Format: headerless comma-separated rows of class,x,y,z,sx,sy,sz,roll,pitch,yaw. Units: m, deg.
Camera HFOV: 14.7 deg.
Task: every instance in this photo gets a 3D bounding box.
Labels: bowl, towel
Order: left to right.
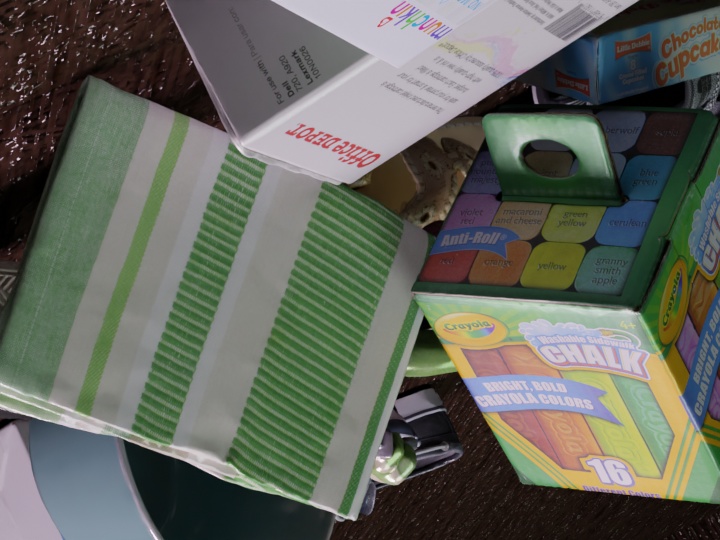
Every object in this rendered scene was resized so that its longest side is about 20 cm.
bowl,-0.110,0.097,1.565,0.105,0.201,0.201,-16,174,34
towel,-0.065,0.018,1.283,0.200,0.153,0.023,22,174,-25

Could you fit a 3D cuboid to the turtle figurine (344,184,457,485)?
turtle figurine,0.016,0.026,1.422,0.194,0.144,0.200,-21,146,-13

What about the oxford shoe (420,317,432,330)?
oxford shoe,0.000,0.000,1.551,0.200,0.075,0.071,-3,130,-31

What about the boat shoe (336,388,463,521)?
boat shoe,-0.014,0.158,2.123,0.200,0.068,0.072,-22,164,-24

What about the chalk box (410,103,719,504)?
chalk box,0.115,0.002,1.331,0.125,0.124,0.200,4,143,34

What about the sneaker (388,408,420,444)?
sneaker,-0.006,0.079,1.735,0.070,0.109,0.200,-39,172,15

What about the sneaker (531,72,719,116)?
sneaker,0.192,-0.105,1.487,0.200,0.076,0.114,-11,-171,4

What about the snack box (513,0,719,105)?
snack box,0.152,-0.130,1.396,0.200,0.037,0.116,-16,-156,-35

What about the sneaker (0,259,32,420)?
sneaker,-0.136,0.037,1.362,0.200,0.077,0.111,8,172,4

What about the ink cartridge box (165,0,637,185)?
ink cartridge box,0.033,-0.129,1.222,0.200,0.084,0.145,-32,166,14

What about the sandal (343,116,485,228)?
sandal,0.010,-0.038,1.495,0.211,0.078,0.070,-18,173,-20

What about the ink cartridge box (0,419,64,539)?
ink cartridge box,-0.151,0.148,1.746,0.068,0.115,0.200,-33,165,31

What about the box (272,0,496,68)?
box,0.030,-0.176,1.045,0.176,0.097,0.200,-34,165,12
